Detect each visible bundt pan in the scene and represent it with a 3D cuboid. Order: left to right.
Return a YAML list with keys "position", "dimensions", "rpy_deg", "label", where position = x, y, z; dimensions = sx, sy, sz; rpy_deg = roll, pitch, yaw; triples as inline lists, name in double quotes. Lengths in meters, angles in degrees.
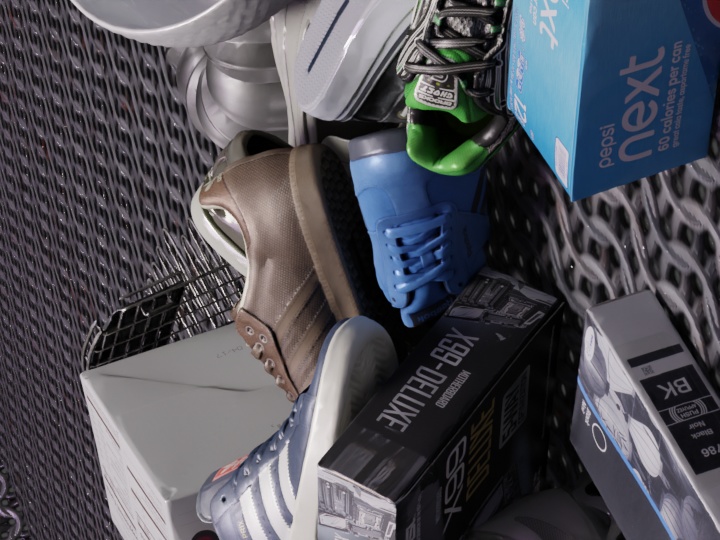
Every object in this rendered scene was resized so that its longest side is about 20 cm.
- position: [-0.073, -0.158, 1.572]
  dimensions: [0.202, 0.075, 0.203]
  rpy_deg: [168, 90, -74]
  label: "bundt pan"

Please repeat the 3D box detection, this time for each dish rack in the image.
- position: [-0.079, 0.000, 1.562]
  dimensions: [0.055, 0.199, 0.154]
  rpy_deg: [60, 161, 15]
  label: "dish rack"

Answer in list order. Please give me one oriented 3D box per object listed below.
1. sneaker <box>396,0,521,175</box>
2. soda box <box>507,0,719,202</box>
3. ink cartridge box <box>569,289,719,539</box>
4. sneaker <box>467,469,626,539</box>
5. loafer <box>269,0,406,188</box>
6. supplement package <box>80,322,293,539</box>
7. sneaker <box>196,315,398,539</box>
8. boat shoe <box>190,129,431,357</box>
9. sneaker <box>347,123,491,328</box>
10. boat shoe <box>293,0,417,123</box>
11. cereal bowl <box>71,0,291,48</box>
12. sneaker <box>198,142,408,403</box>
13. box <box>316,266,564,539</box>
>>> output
- position: [0.058, -0.112, 1.147]
  dimensions: [0.078, 0.085, 0.200]
  rpy_deg: [22, 149, 15]
  label: "sneaker"
- position: [0.104, -0.126, 1.037]
  dimensions: [0.201, 0.068, 0.064]
  rpy_deg: [91, 156, -47]
  label: "soda box"
- position: [0.153, 0.113, 1.171]
  dimensions: [0.100, 0.039, 0.200]
  rpy_deg: [93, 155, -48]
  label: "ink cartridge box"
- position: [0.116, 0.192, 1.289]
  dimensions: [0.074, 0.088, 0.200]
  rpy_deg: [92, 155, -45]
  label: "sneaker"
- position: [-0.005, -0.071, 1.466]
  dimensions: [0.070, 0.070, 0.201]
  rpy_deg: [28, 137, 66]
  label: "loafer"
- position: [-0.036, 0.108, 1.509]
  dimensions: [0.156, 0.199, 0.111]
  rpy_deg: [-132, 28, -55]
  label: "supplement package"
- position: [-0.039, 0.103, 1.336]
  dimensions: [0.084, 0.075, 0.201]
  rpy_deg: [26, 122, 23]
  label: "sneaker"
- position: [-0.001, 0.002, 1.430]
  dimensions: [0.201, 0.072, 0.060]
  rpy_deg: [38, 135, 5]
  label: "boat shoe"
- position: [0.035, -0.019, 1.313]
  dimensions: [0.200, 0.066, 0.079]
  rpy_deg: [65, -160, -75]
  label: "sneaker"
- position: [0.035, -0.144, 1.262]
  dimensions: [0.200, 0.071, 0.072]
  rpy_deg: [-52, 41, 47]
  label: "boat shoe"
- position: [-0.078, -0.214, 1.439]
  dimensions: [0.199, 0.083, 0.201]
  rpy_deg: [-10, 73, 37]
  label: "cereal bowl"
- position: [-0.025, 0.031, 1.376]
  dimensions: [0.070, 0.075, 0.201]
  rpy_deg: [-51, -51, -64]
  label: "sneaker"
- position: [0.039, 0.120, 1.348]
  dimensions: [0.050, 0.158, 0.201]
  rpy_deg: [25, 141, 22]
  label: "box"
